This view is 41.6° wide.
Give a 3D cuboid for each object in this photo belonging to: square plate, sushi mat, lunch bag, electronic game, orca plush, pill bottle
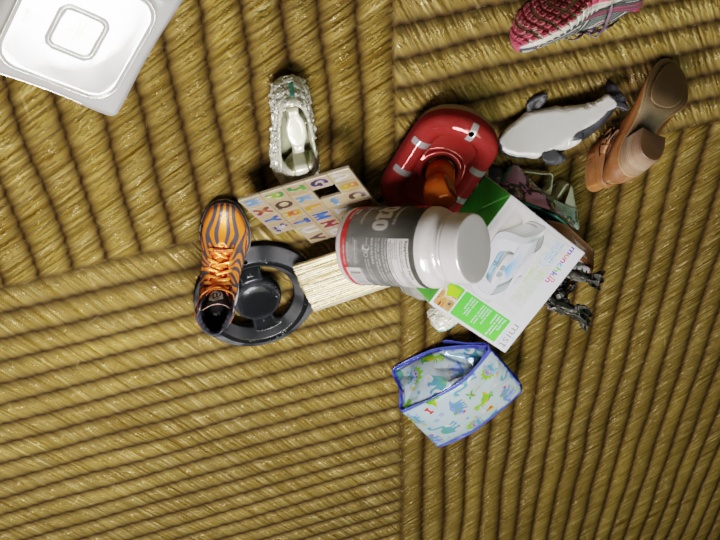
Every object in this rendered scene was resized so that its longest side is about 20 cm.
[{"bbox_3d":[-0.334,-0.284,1.114,0.197,0.029,0.200,17,124,-36],"label":"square plate"},{"bbox_3d":[0.000,0.000,1.467,0.199,0.012,0.096,-18,127,10],"label":"sushi mat"},{"bbox_3d":[0.184,0.217,1.771,0.199,0.128,0.170,-25,138,18],"label":"lunch bag"},{"bbox_3d":[-0.165,0.041,1.504,0.199,0.042,0.201,-9,128,-12],"label":"electronic game"},{"bbox_3d":[0.298,-0.225,1.440,0.200,0.071,0.105,-37,92,1],"label":"orca plush"},{"bbox_3d":[0.073,-0.033,1.328,0.199,0.115,0.114,2,152,37],"label":"pill bottle"}]

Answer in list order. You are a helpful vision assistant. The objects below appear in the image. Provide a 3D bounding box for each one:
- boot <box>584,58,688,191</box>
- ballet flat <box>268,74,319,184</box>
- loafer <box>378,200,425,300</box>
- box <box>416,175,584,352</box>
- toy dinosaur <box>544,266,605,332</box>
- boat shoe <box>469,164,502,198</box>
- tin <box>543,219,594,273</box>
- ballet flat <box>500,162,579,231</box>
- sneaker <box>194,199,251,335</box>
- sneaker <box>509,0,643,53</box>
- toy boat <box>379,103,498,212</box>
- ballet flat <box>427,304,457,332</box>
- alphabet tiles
[{"bbox_3d":[0.414,-0.220,1.454,0.073,0.201,0.155,32,157,-10],"label":"boot"},{"bbox_3d":[-0.091,-0.171,1.294,0.071,0.072,0.201,-15,138,-8],"label":"ballet flat"},{"bbox_3d":[0.061,-0.027,1.513,0.069,0.070,0.201,-1,133,35],"label":"loafer"},{"bbox_3d":[0.205,-0.008,1.447,0.176,0.097,0.200,34,99,-29],"label":"box"},{"bbox_3d":[0.327,0.036,1.594,0.200,0.135,0.103,-14,118,-62],"label":"toy dinosaur"},{"bbox_3d":[0.179,-0.086,1.501,0.062,0.075,0.201,0,128,-14],"label":"boat shoe"},{"bbox_3d":[0.322,-0.030,1.601,0.111,0.042,0.200,-16,151,33],"label":"tin"},{"bbox_3d":[0.299,-0.121,1.531,0.199,0.069,0.072,21,96,-37],"label":"ballet flat"},{"bbox_3d":[-0.199,0.005,1.375,0.077,0.112,0.201,2,116,-6],"label":"sneaker"},{"bbox_3d":[0.298,-0.344,1.285,0.199,0.081,0.075,-26,140,2],"label":"sneaker"},{"bbox_3d":[0.115,-0.136,1.364,0.130,0.131,0.200,23,123,-16],"label":"toy boat"},{"bbox_3d":[0.176,0.016,1.572,0.200,0.072,0.072,-42,146,-27],"label":"ballet flat"},{"bbox_3d":[-0.062,-0.088,1.382,0.166,0.008,0.200,-15,157,14],"label":"alphabet tiles"}]
